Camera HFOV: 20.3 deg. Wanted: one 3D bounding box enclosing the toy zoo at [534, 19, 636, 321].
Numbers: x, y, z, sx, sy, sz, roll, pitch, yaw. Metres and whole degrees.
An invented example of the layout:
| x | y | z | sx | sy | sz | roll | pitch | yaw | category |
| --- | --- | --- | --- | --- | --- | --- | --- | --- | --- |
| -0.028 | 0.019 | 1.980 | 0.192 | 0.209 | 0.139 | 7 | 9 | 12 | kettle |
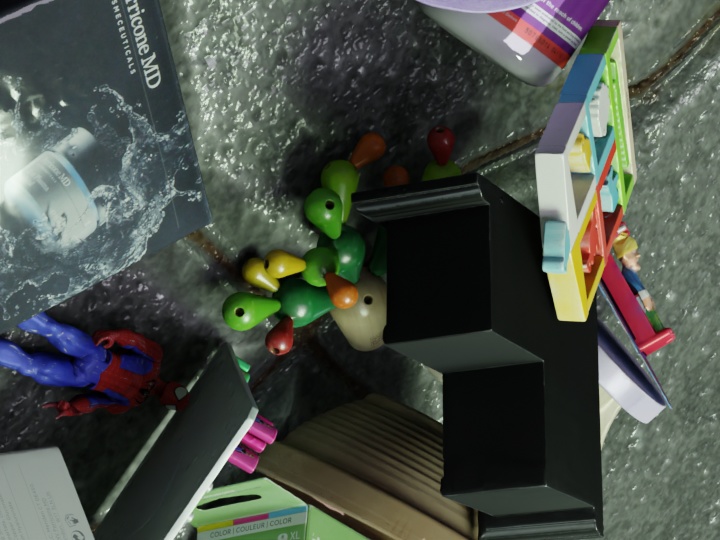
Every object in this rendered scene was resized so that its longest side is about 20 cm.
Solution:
| x | y | z | sx | sy | sz | roll | pitch | yaw | category |
| --- | --- | --- | --- | --- | --- | --- | --- | --- | --- |
| 0.147 | -0.059 | 1.317 | 0.200 | 0.020 | 0.131 | -63 | 149 | -48 | toy zoo |

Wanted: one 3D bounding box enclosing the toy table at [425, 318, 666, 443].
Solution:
| x | y | z | sx | sy | sz | roll | pitch | yaw | category |
| --- | --- | --- | --- | --- | --- | --- | --- | --- | --- |
| 0.149 | 0.094 | 1.529 | 0.117 | 0.184 | 0.200 | -43 | 169 | 7 | toy table |

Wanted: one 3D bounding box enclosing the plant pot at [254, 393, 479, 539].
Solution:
| x | y | z | sx | sy | sz | roll | pitch | yaw | category |
| --- | --- | --- | --- | --- | --- | --- | --- | --- | --- |
| 0.029 | 0.151 | 1.454 | 0.201 | 0.201 | 0.093 | 38 | 76 | -46 | plant pot |

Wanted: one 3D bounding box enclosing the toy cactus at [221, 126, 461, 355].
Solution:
| x | y | z | sx | sy | sz | roll | pitch | yaw | category |
| --- | --- | --- | --- | --- | --- | --- | --- | --- | --- |
| 0.000 | 0.000 | 1.405 | 0.200 | 0.102 | 0.165 | -44 | 147 | -20 | toy cactus |

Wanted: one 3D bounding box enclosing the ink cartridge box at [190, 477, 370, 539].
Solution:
| x | y | z | sx | sy | sz | roll | pitch | yaw | category |
| --- | --- | --- | --- | --- | --- | --- | --- | --- | --- |
| -0.054 | 0.222 | 1.486 | 0.200 | 0.104 | 0.059 | 38 | 48 | -46 | ink cartridge box |

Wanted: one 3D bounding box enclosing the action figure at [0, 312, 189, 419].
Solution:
| x | y | z | sx | sy | sz | roll | pitch | yaw | category |
| --- | --- | --- | --- | --- | --- | --- | --- | --- | --- |
| -0.186 | 0.061 | 1.322 | 0.200 | 0.052 | 0.065 | 23 | 100 | -47 | action figure |

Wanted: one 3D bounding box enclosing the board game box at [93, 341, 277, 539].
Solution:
| x | y | z | sx | sy | sz | roll | pitch | yaw | category |
| --- | --- | --- | --- | --- | --- | --- | --- | --- | --- |
| -0.127 | 0.155 | 1.323 | 0.026 | 0.200 | 0.200 | 34 | 94 | -13 | board game box |

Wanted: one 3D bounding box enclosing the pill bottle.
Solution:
| x | y | z | sx | sy | sz | roll | pitch | yaw | category |
| --- | --- | --- | --- | --- | --- | --- | --- | --- | --- |
| 0.133 | -0.229 | 1.330 | 0.112 | 0.112 | 0.200 | 29 | 99 | -45 | pill bottle |

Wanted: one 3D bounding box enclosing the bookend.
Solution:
| x | y | z | sx | sy | sz | roll | pitch | yaw | category |
| --- | --- | --- | --- | --- | --- | --- | --- | --- | --- |
| 0.079 | 0.065 | 1.305 | 0.199 | 0.092 | 0.200 | 28 | 58 | -58 | bookend |

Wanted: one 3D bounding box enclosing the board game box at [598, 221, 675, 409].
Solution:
| x | y | z | sx | sy | sz | roll | pitch | yaw | category |
| --- | --- | --- | --- | --- | --- | --- | --- | --- | --- |
| 0.199 | 0.008 | 1.490 | 0.039 | 0.158 | 0.200 | -30 | 124 | 7 | board game box |

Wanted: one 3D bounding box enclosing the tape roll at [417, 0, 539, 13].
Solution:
| x | y | z | sx | sy | sz | roll | pitch | yaw | category |
| --- | --- | --- | --- | --- | --- | --- | --- | --- | --- |
| 0.069 | -0.259 | 1.224 | 0.200 | 0.066 | 0.200 | -2 | 103 | -7 | tape roll |

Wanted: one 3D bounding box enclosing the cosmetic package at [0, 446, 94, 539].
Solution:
| x | y | z | sx | sy | sz | roll | pitch | yaw | category |
| --- | --- | --- | --- | --- | --- | --- | --- | --- | --- |
| -0.291 | 0.213 | 1.223 | 0.200 | 0.123 | 0.199 | -5 | 151 | -42 | cosmetic package |

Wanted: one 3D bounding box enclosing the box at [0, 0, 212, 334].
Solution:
| x | y | z | sx | sy | sz | roll | pitch | yaw | category |
| --- | --- | --- | --- | --- | --- | --- | --- | --- | --- |
| -0.212 | -0.084 | 1.154 | 0.200 | 0.117 | 0.197 | -29 | 132 | -21 | box |
